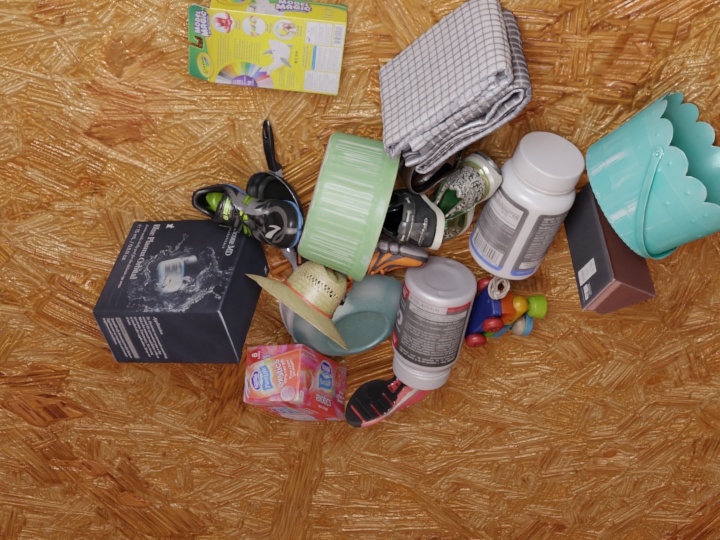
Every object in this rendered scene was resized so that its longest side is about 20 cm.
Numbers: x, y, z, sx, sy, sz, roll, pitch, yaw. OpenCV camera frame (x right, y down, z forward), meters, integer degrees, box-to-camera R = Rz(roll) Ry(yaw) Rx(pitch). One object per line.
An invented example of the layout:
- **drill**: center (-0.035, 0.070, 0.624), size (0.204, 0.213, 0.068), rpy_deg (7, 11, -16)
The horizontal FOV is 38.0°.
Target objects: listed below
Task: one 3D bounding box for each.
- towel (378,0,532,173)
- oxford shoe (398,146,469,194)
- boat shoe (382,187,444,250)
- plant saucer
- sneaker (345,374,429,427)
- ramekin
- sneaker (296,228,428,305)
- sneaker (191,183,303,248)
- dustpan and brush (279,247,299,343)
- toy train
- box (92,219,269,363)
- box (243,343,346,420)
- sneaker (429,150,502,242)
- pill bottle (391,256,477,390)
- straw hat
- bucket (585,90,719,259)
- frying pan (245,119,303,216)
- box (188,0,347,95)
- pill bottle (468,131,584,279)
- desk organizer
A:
- **towel**: center (0.119, -0.231, 1.323), size (0.200, 0.166, 0.085), rpy_deg (-34, 131, 31)
- **oxford shoe**: center (0.130, -0.179, 1.423), size (0.073, 0.085, 0.200), rpy_deg (25, 118, -26)
- **boat shoe**: center (0.058, -0.079, 1.469), size (0.067, 0.200, 0.072), rpy_deg (2, 104, -14)
- **plant saucer**: center (-0.009, 0.086, 1.693), size (0.200, 0.039, 0.201), rpy_deg (-12, 141, -10)
- **sneaker**: center (0.069, 0.217, 1.807), size (0.200, 0.074, 0.087), rpy_deg (-34, 141, -1)
- **ramekin**: center (-0.018, -0.094, 1.447), size (0.097, 0.200, 0.200), rpy_deg (16, 134, -4)
- **sneaker**: center (0.000, 0.000, 1.593), size (0.199, 0.078, 0.112), rpy_deg (8, 99, 8)
- **sneaker**: center (-0.162, -0.076, 1.484), size (0.199, 0.083, 0.071), rpy_deg (21, 107, 35)
- **dustpan and brush**: center (-0.083, 0.023, 1.668), size (0.139, 0.057, 0.200), rpy_deg (-24, 141, 6)
- **toy train**: center (0.242, 0.054, 1.638), size (0.115, 0.085, 0.200), rpy_deg (2, 155, -17)
- **box**: center (-0.261, 0.029, 1.558), size (0.199, 0.197, 0.118), rpy_deg (-1, 135, 14)
- **box**: center (-0.105, 0.189, 1.742), size (0.102, 0.095, 0.200), rpy_deg (-4, 162, 21)
- **sneaker**: center (0.120, -0.092, 1.487), size (0.077, 0.089, 0.200), rpy_deg (50, 148, 12)
- **pill bottle**: center (0.111, 0.087, 1.665), size (0.114, 0.114, 0.200), rpy_deg (7, 128, -5)
- **straw hat**: center (-0.065, 0.029, 1.502), size (0.201, 0.201, 0.085), rpy_deg (38, 86, -31)
- **bucket**: center (0.407, -0.122, 1.405), size (0.135, 0.208, 0.207), rpy_deg (-30, 127, 33)
- **frying pan**: center (-0.134, -0.127, 1.519), size (0.115, 0.031, 0.191), rpy_deg (2, 115, 46)
- **box**: center (-0.122, -0.293, 1.351), size (0.199, 0.048, 0.118), rpy_deg (4, 136, -6)
- **pill bottle**: center (0.237, -0.092, 1.494), size (0.113, 0.114, 0.200), rpy_deg (11, 135, -10)
- **desk organizer**: center (0.352, -0.026, 1.496), size (0.077, 0.200, 0.072), rpy_deg (20, 132, -20)
